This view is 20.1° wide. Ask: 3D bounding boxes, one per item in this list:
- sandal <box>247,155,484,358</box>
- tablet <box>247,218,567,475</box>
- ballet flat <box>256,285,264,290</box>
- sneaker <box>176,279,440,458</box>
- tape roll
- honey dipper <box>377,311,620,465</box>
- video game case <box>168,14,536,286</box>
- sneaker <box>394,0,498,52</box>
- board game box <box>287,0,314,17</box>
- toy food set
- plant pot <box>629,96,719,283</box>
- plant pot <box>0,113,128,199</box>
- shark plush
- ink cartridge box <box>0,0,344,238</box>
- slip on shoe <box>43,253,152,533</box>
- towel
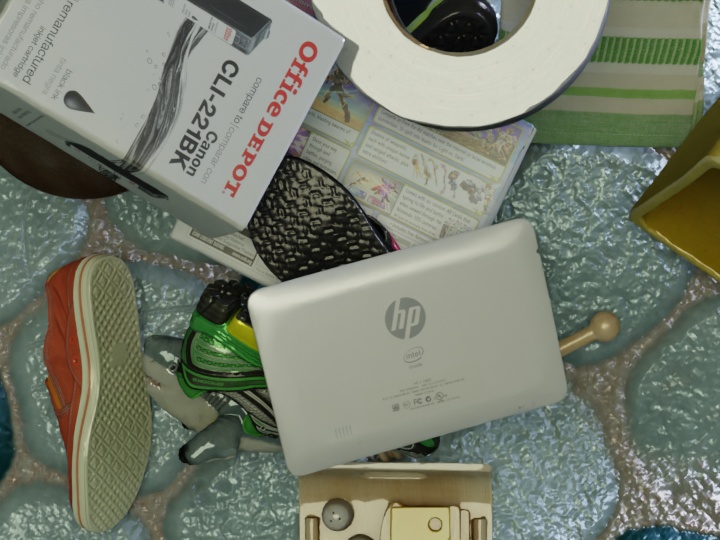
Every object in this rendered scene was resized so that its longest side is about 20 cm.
[{"bbox_3d":[0.000,0.000,1.377,0.200,0.045,0.075,41,101,-11],"label":"sandal"},{"bbox_3d":[0.033,0.051,1.353,0.199,0.014,0.131,-15,102,-9],"label":"tablet"},{"bbox_3d":[0.017,0.033,1.474,0.198,0.067,0.064,-6,113,3],"label":"ballet flat"},{"bbox_3d":[-0.034,0.081,1.401,0.199,0.078,0.085,26,110,-14],"label":"sneaker"},{"bbox_3d":[0.067,-0.193,1.346,0.199,0.066,0.202,0,92,6],"label":"tape roll"},{"bbox_3d":[0.097,0.079,1.471,0.199,0.038,0.038,-28,85,0],"label":"honey dipper"},{"bbox_3d":[-0.005,-0.061,1.414,0.199,0.045,0.182,27,95,5],"label":"video game case"},{"bbox_3d":[0.017,-0.148,1.484,0.199,0.083,0.072,-33,129,14],"label":"sneaker"},{"bbox_3d":[-0.055,-0.267,1.469,0.199,0.040,0.154,24,63,4],"label":"board game box"},{"bbox_3d":[0.025,0.237,1.453,0.142,0.060,0.202,0,87,3],"label":"toy food set"},{"bbox_3d":[0.336,-0.080,1.395,0.194,0.196,0.201,34,76,-2],"label":"plant pot"},{"bbox_3d":[-0.208,-0.153,1.419,0.185,0.200,0.188,0,86,2],"label":"plant pot"},{"bbox_3d":[-0.054,0.087,1.436,0.198,0.091,0.084,3,104,8],"label":"shark plush"},{"bbox_3d":[-0.131,-0.132,1.286,0.199,0.084,0.145,31,79,-16],"label":"ink cartridge box"},{"bbox_3d":[-0.196,0.089,1.477,0.061,0.074,0.202,-2,93,37],"label":"slip on shoe"},{"bbox_3d":[0.173,-0.176,1.432,0.151,0.023,0.201,2,128,3],"label":"towel"}]
